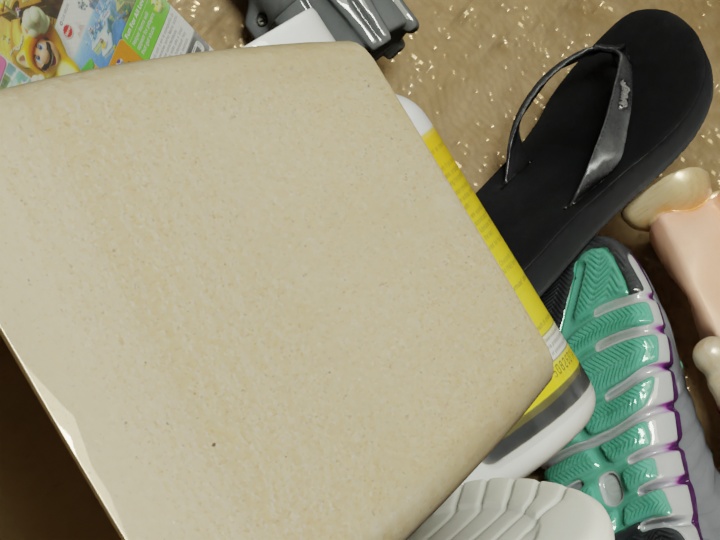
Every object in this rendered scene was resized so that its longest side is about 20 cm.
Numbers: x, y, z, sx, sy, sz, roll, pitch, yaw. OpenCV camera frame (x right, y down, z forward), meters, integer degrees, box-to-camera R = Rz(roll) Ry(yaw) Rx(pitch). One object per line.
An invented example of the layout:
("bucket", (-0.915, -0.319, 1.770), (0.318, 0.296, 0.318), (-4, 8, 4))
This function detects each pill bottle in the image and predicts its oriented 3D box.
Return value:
("pill bottle", (0.000, 0.000, 1.038), (0.112, 0.112, 0.200), (-34, 95, -32))

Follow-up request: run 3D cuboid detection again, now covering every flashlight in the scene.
("flashlight", (-0.049, -0.174, 1.144), (0.068, 0.068, 0.200), (-32, 81, -35))

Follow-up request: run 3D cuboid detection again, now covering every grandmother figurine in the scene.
("grandmother figurine", (0.177, 0.052, 1.120), (0.121, 0.061, 0.200), (11, 49, -52))

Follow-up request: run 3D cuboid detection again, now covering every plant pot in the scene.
("plant pot", (-0.057, 0.032, 0.880), (0.177, 0.200, 0.200), (-29, 84, -27))

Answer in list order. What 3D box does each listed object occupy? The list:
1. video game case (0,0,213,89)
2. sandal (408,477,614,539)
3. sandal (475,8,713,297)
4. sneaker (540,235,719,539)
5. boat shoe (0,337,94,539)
("video game case", (-0.108, -0.056, 1.032), (0.200, 0.018, 0.143), (46, 51, -37))
("sandal", (0.014, 0.123, 0.973), (0.050, 0.203, 0.082), (61, 39, -20))
("sandal", (0.093, -0.053, 1.141), (0.200, 0.076, 0.043), (-52, 133, -33))
("sneaker", (0.124, 0.085, 1.114), (0.088, 0.074, 0.200), (24, 50, -47))
("boat shoe", (-0.128, 0.109, 0.978), (0.066, 0.072, 0.200), (-13, 87, 6))
